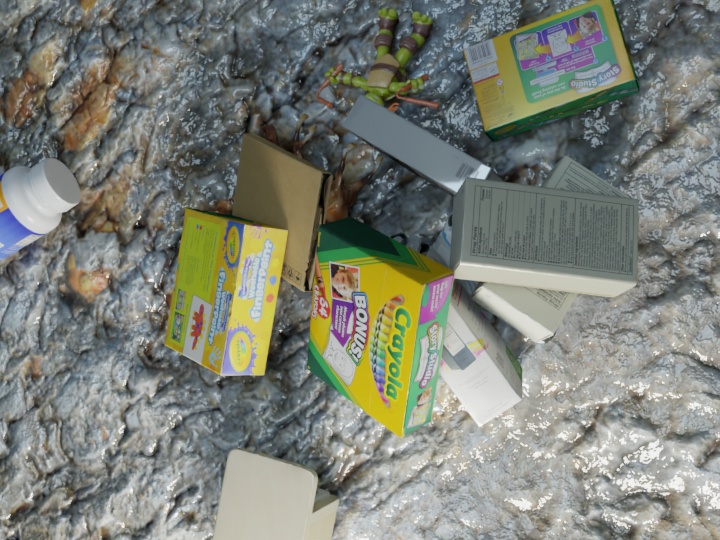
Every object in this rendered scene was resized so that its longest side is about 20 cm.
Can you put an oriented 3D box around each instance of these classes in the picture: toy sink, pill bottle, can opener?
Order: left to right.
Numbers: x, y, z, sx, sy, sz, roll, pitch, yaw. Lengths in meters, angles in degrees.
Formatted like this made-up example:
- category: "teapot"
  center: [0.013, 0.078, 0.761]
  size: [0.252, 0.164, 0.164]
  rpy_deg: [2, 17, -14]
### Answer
- category: "pill bottle"
  center: [-0.540, -0.093, 1.439]
  size: [0.200, 0.112, 0.112]
  rpy_deg: [-27, 75, 17]
- category: "toy sink"
  center: [-0.111, 0.338, 1.228]
  size: [0.130, 0.112, 0.201]
  rpy_deg: [11, 93, 21]
- category: "can opener"
  center: [0.000, 0.000, 1.251]
  size: [0.199, 0.067, 0.053]
  rpy_deg: [-15, 36, 25]

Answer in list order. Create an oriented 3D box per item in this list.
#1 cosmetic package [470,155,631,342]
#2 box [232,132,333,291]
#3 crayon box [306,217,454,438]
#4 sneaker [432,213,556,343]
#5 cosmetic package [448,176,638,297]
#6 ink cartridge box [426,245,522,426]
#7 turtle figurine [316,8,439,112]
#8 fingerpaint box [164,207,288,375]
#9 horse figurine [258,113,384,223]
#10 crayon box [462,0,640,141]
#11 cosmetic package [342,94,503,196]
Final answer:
- category: "cosmetic package"
  center: [0.230, -0.025, 1.116]
  size: [0.105, 0.071, 0.200]
  rpy_deg: [35, 76, 3]
- category: "box"
  center: [-0.113, -0.083, 1.253]
  size: [0.200, 0.021, 0.164]
  rpy_deg: [31, 117, 47]
- category: "crayon box"
  center: [0.017, 0.063, 1.074]
  size: [0.172, 0.058, 0.201]
  rpy_deg: [31, 126, 40]
- category: "sneaker"
  center: [0.170, 0.019, 1.190]
  size: [0.200, 0.075, 0.087]
  rpy_deg: [49, 142, 7]
- category: "cosmetic package"
  center: [0.205, -0.035, 1.042]
  size: [0.199, 0.073, 0.104]
  rpy_deg: [8, 76, -3]
- category: "ink cartridge box"
  center: [0.116, 0.077, 1.134]
  size: [0.067, 0.117, 0.200]
  rpy_deg: [-35, 96, 16]
- category: "turtle figurine"
  center: [0.045, -0.272, 1.254]
  size: [0.200, 0.064, 0.162]
  rpy_deg: [11, 72, 36]
- category: "fingerpaint box"
  center: [-0.186, 0.026, 1.266]
  size: [0.167, 0.073, 0.201]
  rpy_deg: [15, 98, 51]
- category: "horse figurine"
  center: [-0.060, -0.132, 1.289]
  size: [0.200, 0.050, 0.133]
  rpy_deg: [30, 111, 13]
- category: "crayon box"
  center: [0.243, -0.257, 1.189]
  size: [0.199, 0.058, 0.119]
  rpy_deg: [-17, 79, 18]
- category: "cosmetic package"
  center: [0.091, -0.141, 1.185]
  size: [0.200, 0.151, 0.052]
  rpy_deg: [33, 97, 21]
